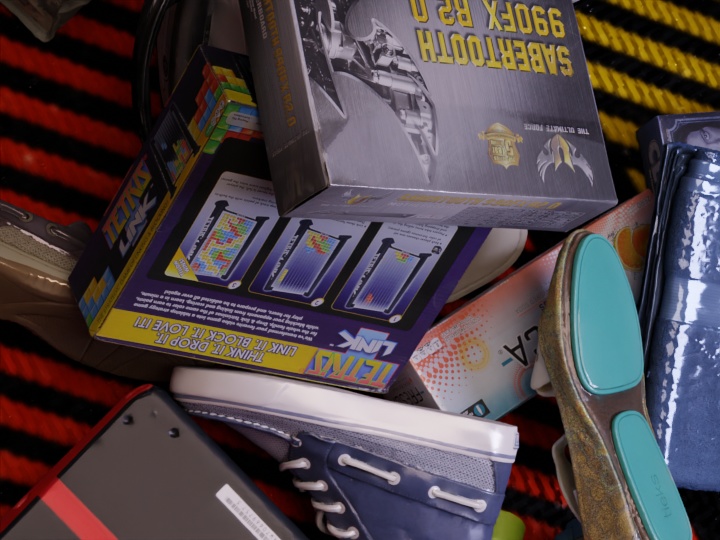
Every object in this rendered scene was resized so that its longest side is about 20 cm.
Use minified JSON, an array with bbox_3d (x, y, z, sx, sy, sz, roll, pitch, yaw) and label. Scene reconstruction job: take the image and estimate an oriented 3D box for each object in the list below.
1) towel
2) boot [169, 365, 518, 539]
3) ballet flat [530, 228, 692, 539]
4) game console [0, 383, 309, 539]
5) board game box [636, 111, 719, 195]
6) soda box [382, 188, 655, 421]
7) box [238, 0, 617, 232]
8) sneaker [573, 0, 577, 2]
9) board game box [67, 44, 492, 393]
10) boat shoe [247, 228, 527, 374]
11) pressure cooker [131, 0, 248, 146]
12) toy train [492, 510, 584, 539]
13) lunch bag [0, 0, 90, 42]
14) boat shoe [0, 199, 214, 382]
[{"bbox_3d":[0.211,0.030,1.697,0.111,0.048,0.201,10,89,-30],"label":"towel"},{"bbox_3d":[-0.015,0.112,1.606,0.199,0.073,0.091,12,90,-1],"label":"boot"},{"bbox_3d":[0.132,0.079,1.640,0.070,0.071,0.201,-12,81,-22],"label":"ballet flat"},{"bbox_3d":[-0.111,0.191,1.583,0.177,0.031,0.200,-45,93,-11],"label":"game console"},{"bbox_3d":[0.255,-0.001,1.788,0.135,0.035,0.201,-5,77,-21],"label":"board game box"},{"bbox_3d":[0.106,0.032,1.709,0.200,0.064,0.069,-32,88,-24],"label":"soda box"},{"bbox_3d":[0.034,-0.105,1.511,0.199,0.048,0.159,3,68,-38],"label":"box"},{"bbox_3d":[0.093,-0.252,1.780,0.200,0.076,0.092,47,70,-2],"label":"sneaker"},{"bbox_3d":[-0.034,-0.024,1.565,0.199,0.166,0.057,13,33,-34],"label":"board game box"},{"bbox_3d":[0.000,0.000,1.694,0.199,0.073,0.063,-24,41,-18],"label":"boat shoe"},{"bbox_3d":[-0.034,-0.124,1.638,0.199,0.179,0.177,-6,79,-23],"label":"pressure cooker"},{"bbox_3d":[0.069,0.188,1.652,0.199,0.085,0.116,10,56,-10],"label":"toy train"},{"bbox_3d":[-0.193,-0.262,1.653,0.200,0.118,0.164,43,66,-9],"label":"lunch bag"},{"bbox_3d":[-0.168,0.002,1.613,0.199,0.072,0.065,22,53,-20],"label":"boat shoe"}]
